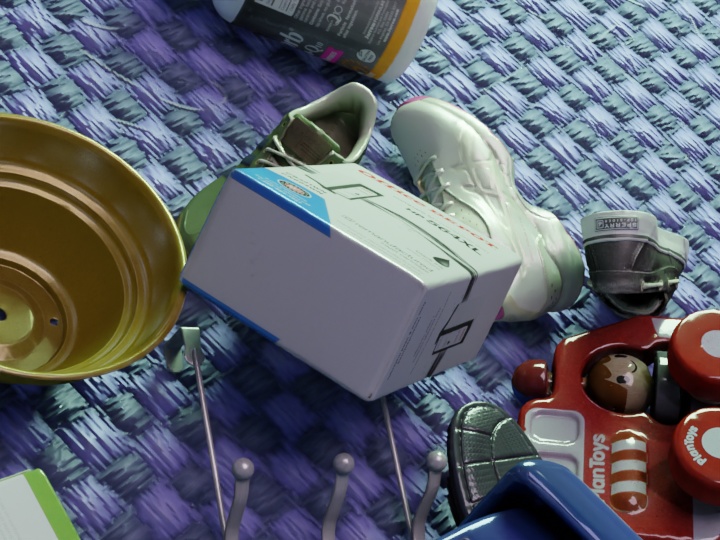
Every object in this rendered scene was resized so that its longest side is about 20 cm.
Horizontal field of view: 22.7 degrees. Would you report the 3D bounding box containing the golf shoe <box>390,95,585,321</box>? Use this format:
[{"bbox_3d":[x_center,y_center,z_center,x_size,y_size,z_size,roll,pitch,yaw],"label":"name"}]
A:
[{"bbox_3d":[0.077,-0.045,1.307,0.091,0.075,0.200,-24,66,-38],"label":"golf shoe"}]

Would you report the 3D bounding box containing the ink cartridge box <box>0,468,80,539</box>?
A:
[{"bbox_3d":[-0.225,0.205,0.912,0.199,0.076,0.148,-16,62,-37],"label":"ink cartridge box"}]

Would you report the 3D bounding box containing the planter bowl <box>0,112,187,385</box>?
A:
[{"bbox_3d":[-0.211,0.006,1.087,0.199,0.084,0.201,15,47,-17],"label":"planter bowl"}]

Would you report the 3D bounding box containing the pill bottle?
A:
[{"bbox_3d":[-0.044,-0.230,1.367,0.199,0.117,0.117,20,45,-12],"label":"pill bottle"}]

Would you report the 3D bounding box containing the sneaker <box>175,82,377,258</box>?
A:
[{"bbox_3d":[-0.056,-0.069,1.236,0.067,0.090,0.200,42,45,8],"label":"sneaker"}]

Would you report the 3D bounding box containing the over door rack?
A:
[{"bbox_3d":[-0.029,0.111,1.112,0.147,0.067,0.201,2,52,-30],"label":"over door rack"}]

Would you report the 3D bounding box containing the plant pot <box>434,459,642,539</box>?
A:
[{"bbox_3d":[0.081,0.229,0.947,0.200,0.200,0.180,43,62,9],"label":"plant pot"}]

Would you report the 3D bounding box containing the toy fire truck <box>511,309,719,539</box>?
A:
[{"bbox_3d":[0.185,0.110,1.217,0.166,0.113,0.201,5,49,2],"label":"toy fire truck"}]

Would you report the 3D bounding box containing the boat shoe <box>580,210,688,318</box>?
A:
[{"bbox_3d":[0.196,0.002,1.300,0.200,0.070,0.064,19,70,-69],"label":"boat shoe"}]

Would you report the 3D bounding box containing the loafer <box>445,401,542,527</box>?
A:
[{"bbox_3d":[0.094,0.181,1.115,0.071,0.063,0.201,-6,59,-31],"label":"loafer"}]

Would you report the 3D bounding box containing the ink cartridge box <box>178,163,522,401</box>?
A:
[{"bbox_3d":[0.000,0.000,1.138,0.145,0.085,0.200,30,15,16],"label":"ink cartridge box"}]
